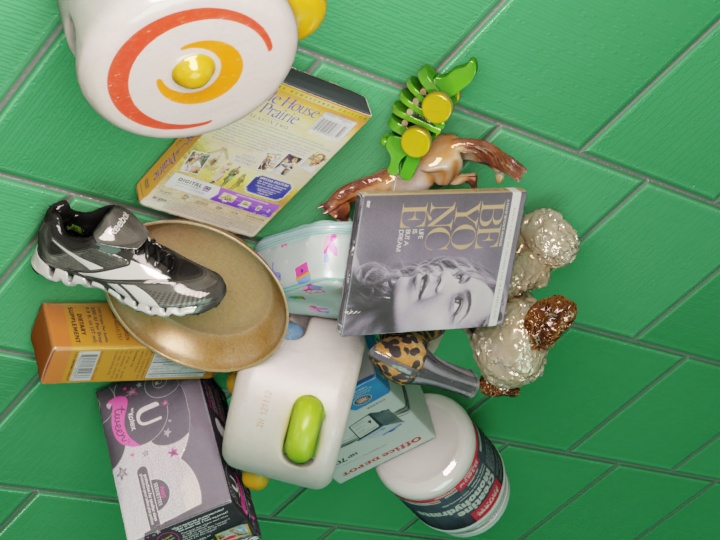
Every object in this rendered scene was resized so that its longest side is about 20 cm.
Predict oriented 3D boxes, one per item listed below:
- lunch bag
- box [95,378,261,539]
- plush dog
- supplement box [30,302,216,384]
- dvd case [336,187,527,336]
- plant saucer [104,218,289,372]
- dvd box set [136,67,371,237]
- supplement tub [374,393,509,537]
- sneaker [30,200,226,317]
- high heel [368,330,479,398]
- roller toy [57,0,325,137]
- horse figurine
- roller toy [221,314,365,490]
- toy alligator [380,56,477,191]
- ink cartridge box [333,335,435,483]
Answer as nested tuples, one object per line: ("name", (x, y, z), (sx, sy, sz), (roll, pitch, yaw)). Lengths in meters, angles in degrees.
("lunch bag", (0.000, 0.000, 1.691), (0.198, 0.078, 0.160), (8, 163, -37))
("box", (-0.209, 0.219, 1.826), (0.131, 0.202, 0.115), (-22, 145, 4))
("plush dog", (0.160, 0.048, 1.800), (0.159, 0.173, 0.201), (-1, 143, -25))
("supplement box", (-0.247, 0.076, 1.727), (0.198, 0.067, 0.069), (1, 139, -29))
("dvd case", (0.074, -0.009, 1.628), (0.198, 0.016, 0.150), (-3, 113, -31))
("plant saucer", (-0.164, 0.019, 1.638), (0.198, 0.036, 0.202), (9, 131, 10))
("dvd box set", (-0.104, -0.116, 1.559), (0.145, 0.030, 0.200), (15, 134, -40))
("supplement tub", (0.109, 0.258, 2.100), (0.139, 0.141, 0.200), (-26, 146, 10))
("sneaker", (-0.224, -0.015, 1.559), (0.198, 0.067, 0.091), (16, 131, 5))
("high heel", (0.031, 0.069, 1.770), (0.142, 0.200, 0.072), (21, 103, -37))
("roller toy", (-0.146, -0.203, 1.303), (0.199, 0.141, 0.182), (13, 135, -40))
("horse figurine", (0.069, -0.090, 1.665), (0.199, 0.050, 0.132), (-27, 140, 23))
("roller toy", (-0.079, 0.137, 1.762), (0.138, 0.184, 0.200), (14, 154, 0))
("toy alligator", (0.046, -0.135, 1.580), (0.054, 0.059, 0.201), (32, 118, 0))
("ink cartridge box", (-0.015, 0.164, 1.956), (0.145, 0.087, 0.200), (-28, 144, 11))
